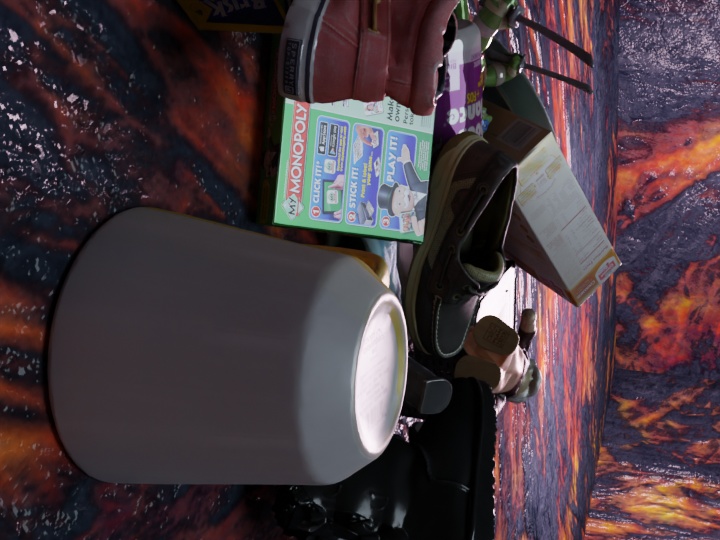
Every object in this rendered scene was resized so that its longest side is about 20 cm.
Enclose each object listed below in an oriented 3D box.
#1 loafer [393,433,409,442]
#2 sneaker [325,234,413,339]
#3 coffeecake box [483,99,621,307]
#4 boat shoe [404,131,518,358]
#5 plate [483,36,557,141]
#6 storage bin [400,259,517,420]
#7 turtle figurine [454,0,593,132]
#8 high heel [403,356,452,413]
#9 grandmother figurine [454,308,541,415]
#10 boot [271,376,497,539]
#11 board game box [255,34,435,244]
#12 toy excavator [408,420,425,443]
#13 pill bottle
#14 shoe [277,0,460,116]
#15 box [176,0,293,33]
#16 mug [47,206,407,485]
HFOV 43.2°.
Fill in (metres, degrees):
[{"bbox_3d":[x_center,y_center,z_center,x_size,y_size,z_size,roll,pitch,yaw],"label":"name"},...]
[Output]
[{"bbox_3d":[0.061,0.230,0.945,0.202,0.069,0.069,69,33,-49],"label":"loafer"},{"bbox_3d":[0.000,0.000,0.767,0.081,0.074,0.202,-33,136,-27],"label":"sneaker"},{"bbox_3d":[0.175,-0.076,0.979,0.073,0.153,0.201,-42,126,-4],"label":"coffeecake box"},{"bbox_3d":[0.085,-0.008,0.744,0.071,0.066,0.204,-17,126,-38],"label":"boat shoe"},{"bbox_3d":[0.157,-0.182,1.024,0.201,0.025,0.201,54,-7,37],"label":"plate"},{"bbox_3d":[0.107,0.071,1.003,0.200,0.092,0.138,-36,128,-64],"label":"storage bin"},{"bbox_3d":[0.128,-0.235,0.858,0.143,0.198,0.197,-14,85,-52],"label":"turtle figurine"},{"bbox_3d":[-0.043,0.061,0.686,0.198,0.142,0.073,15,97,-35],"label":"high heel"},{"bbox_3d":[0.144,0.094,0.908,0.122,0.060,0.200,-55,157,-3],"label":"grandmother figurine"},{"bbox_3d":[0.022,0.143,0.709,0.200,0.159,0.074,-80,-174,-52],"label":"boot"},{"bbox_3d":[-0.004,-0.127,0.660,0.133,0.029,0.204,6,90,-33],"label":"board game box"},{"bbox_3d":[0.011,0.210,0.750,0.200,0.190,0.102,-114,-158,-74],"label":"toy excavator"},{"bbox_3d":[0.053,-0.109,0.793,0.112,0.110,0.204,-46,136,-58],"label":"pill bottle"},{"bbox_3d":[0.015,-0.155,0.549,0.201,0.089,0.072,-75,175,-52],"label":"shoe"},{"bbox_3d":[-0.055,-0.245,0.537,0.064,0.069,0.204,51,47,-67],"label":"box"},{"bbox_3d":[-0.053,0.031,0.492,0.150,0.150,0.189,64,36,-52],"label":"mug"}]
